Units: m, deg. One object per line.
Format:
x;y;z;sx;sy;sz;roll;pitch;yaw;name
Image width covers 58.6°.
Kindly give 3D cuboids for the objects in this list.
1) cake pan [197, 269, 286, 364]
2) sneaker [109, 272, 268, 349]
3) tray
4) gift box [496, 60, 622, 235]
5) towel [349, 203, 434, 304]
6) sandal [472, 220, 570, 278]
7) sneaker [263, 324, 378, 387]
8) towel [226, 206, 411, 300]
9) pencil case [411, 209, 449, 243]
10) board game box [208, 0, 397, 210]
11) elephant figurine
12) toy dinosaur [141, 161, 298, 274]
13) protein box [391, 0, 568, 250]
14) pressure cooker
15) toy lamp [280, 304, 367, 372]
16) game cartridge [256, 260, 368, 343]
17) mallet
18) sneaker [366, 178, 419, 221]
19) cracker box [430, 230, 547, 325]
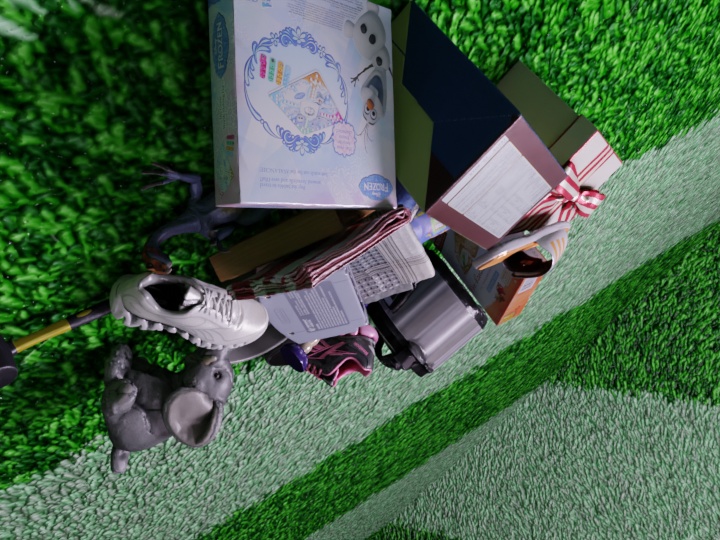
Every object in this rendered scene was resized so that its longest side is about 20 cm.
-0.153;0.059;0.942;0.198;0.037;0.202;-29;151;-17;cake pan
-0.192;0.046;0.768;0.197;0.077;0.080;14;155;-36;sneaker
-0.075;-0.045;0.745;0.197;0.038;0.098;-19;-170;36;tray
0.254;-0.150;0.942;0.183;0.188;0.201;6;130;-52;gift box
0.000;0.000;0.893;0.189;0.035;0.200;-22;150;9;towel
0.224;-0.015;0.875;0.204;0.060;0.079;-20;172;-43;sandal
-0.066;0.145;1.058;0.195;0.097;0.080;-7;147;6;sneaker
-0.052;-0.016;0.687;0.143;0.023;0.198;-34;-167;-33;towel
0.080;-0.072;0.971;0.198;0.078;0.088;-31;123;-10;pencil case
-0.046;-0.160;0.599;0.043;0.204;0.198;-1;-178;44;board game box
-0.229;0.162;0.845;0.195;0.144;0.157;0;140;-12;elephant figurine
-0.153;-0.056;0.722;0.179;0.107;0.199;-28;165;19;toy dinosaur
0.108;-0.157;0.746;0.135;0.200;0.199;-43;152;16;protein box
0.104;0.088;1.134;0.199;0.180;0.176;-40;155;6;pressure cooker
-0.045;0.074;1.027;0.200;0.058;0.059;-43;159;-31;toy lamp
-0.067;0.039;0.877;0.130;0.041;0.201;-15;149;2;game cartridge
-0.344;0.056;0.728;0.199;0.066;0.042;-35;159;-38;mallet
0.003;-0.072;0.876;0.199;0.076;0.077;-39;149;15;sneaker
0.202;-0.032;1.043;0.057;0.201;0.135;-20;148;-25;cracker box
